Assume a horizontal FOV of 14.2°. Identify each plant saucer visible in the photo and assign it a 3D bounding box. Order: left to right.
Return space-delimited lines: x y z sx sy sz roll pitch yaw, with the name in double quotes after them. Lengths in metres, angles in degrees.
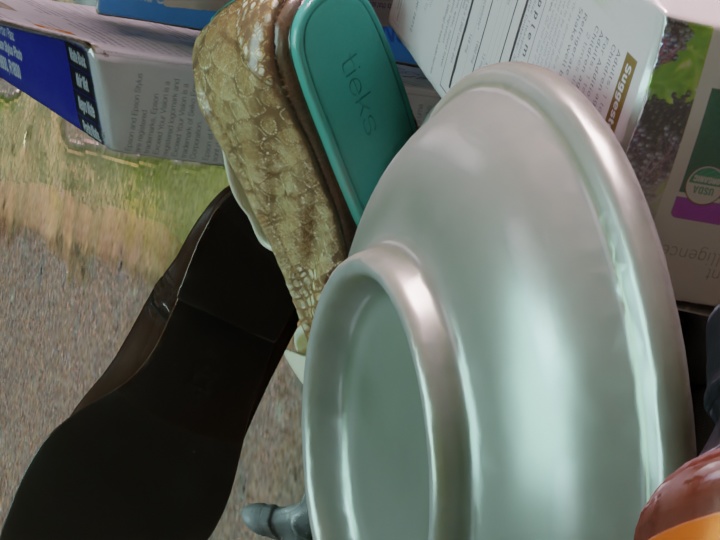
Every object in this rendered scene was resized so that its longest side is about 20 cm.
0.023 0.047 0.739 0.200 0.050 0.201 178 90 -71 "plant saucer"

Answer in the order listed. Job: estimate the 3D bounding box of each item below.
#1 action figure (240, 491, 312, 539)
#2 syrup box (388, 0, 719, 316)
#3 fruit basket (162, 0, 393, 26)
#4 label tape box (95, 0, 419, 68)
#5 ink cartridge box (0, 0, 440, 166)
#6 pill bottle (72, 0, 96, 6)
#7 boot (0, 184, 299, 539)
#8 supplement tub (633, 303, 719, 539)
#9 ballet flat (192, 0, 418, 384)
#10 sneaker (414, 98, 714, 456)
0.012 0.042 0.996 0.118 0.055 0.200 -98 28 -46 "action figure"
0.076 -0.063 0.804 0.200 0.079 0.082 -120 43 -61 "syrup box"
0.003 -0.180 0.941 0.094 0.185 0.200 23 104 30 "fruit basket"
-0.025 -0.176 1.044 0.063 0.144 0.200 174 103 -71 "label tape box"
-0.067 -0.068 1.040 0.200 0.200 0.041 -149 68 -70 "ink cartridge box"
-0.076 -0.172 1.242 0.112 0.112 0.200 149 128 -66 "pill bottle"
-0.061 0.040 1.062 0.187 0.064 0.200 -56 3 5 "boot"
0.108 0.103 0.599 0.107 0.107 0.200 137 137 -61 "supplement tub"
0.000 0.000 0.911 0.065 0.070 0.200 -2 111 46 "ballet flat"
0.068 0.017 0.825 0.099 0.078 0.200 -52 43 44 "sneaker"
